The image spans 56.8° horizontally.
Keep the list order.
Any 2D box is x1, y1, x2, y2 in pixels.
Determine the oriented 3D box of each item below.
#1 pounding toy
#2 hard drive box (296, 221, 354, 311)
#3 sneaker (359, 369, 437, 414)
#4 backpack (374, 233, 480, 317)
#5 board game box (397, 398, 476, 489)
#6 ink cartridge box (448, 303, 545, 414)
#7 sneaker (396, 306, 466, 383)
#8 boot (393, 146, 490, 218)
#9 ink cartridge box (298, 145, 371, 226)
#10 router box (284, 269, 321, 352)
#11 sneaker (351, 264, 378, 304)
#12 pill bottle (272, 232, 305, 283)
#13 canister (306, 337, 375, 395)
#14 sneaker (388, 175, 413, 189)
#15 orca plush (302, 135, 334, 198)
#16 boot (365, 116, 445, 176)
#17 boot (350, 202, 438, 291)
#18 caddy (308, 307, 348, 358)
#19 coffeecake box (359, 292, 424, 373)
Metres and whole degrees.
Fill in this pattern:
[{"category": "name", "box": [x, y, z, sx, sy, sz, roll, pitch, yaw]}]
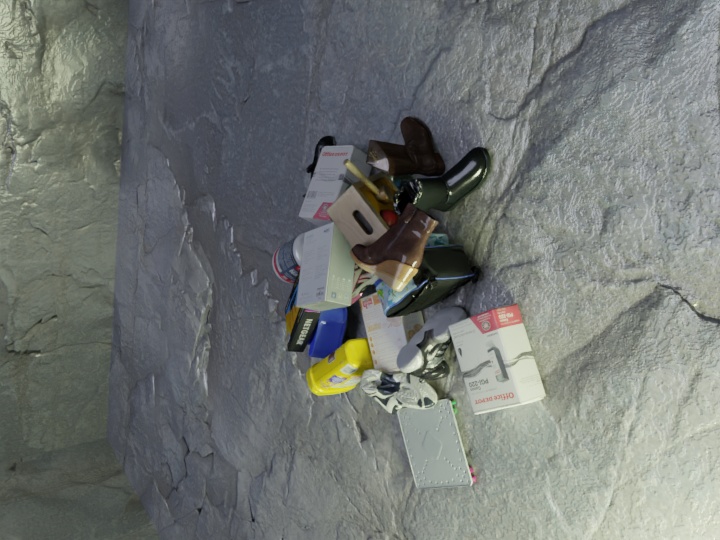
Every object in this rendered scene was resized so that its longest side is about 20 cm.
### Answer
[{"category": "pounding toy", "box": [0.028, -0.147, 1.502, 0.142, 0.184, 0.200, -40, 86, 35]}, {"category": "hard drive box", "box": [-0.085, -0.007, 1.681, 0.155, 0.076, 0.202, -13, 68, 56]}, {"category": "sneaker", "box": [0.105, 0.309, 1.641, 0.198, 0.130, 0.080, 4, 63, 23]}, {"category": "backpack", "box": [0.128, 0.010, 1.493, 0.200, 0.182, 0.148, -45, 61, 47]}, {"category": "board game box", "box": [0.182, 0.421, 1.611, 0.200, 0.026, 0.201, -27, 73, 50]}, {"category": "ink cartridge box", "box": [0.283, 0.188, 1.398, 0.145, 0.084, 0.201, -29, 74, 50]}, {"category": "sneaker", "box": [0.183, 0.176, 1.538, 0.200, 0.114, 0.076, -44, 36, 6]}, {"category": "boot", "box": [0.169, -0.184, 1.427, 0.198, 0.162, 0.074, -50, 59, 44]}, {"category": "ink cartridge box", "box": [-0.062, -0.215, 1.735, 0.146, 0.082, 0.201, 11, 80, 51]}, {"category": "router box", "box": [-0.162, 0.111, 1.848, 0.201, 0.051, 0.150, 115, 153, -46]}, {"category": "sneaker", "box": [0.000, 0.000, 1.692, 0.086, 0.080, 0.200, 37, 115, -11]}, {"category": "pill bottle", "box": [-0.157, -0.043, 1.907, 0.200, 0.119, 0.120, -26, 75, 51]}, {"category": "canister", "box": [-0.033, 0.254, 1.767, 0.200, 0.148, 0.087, -41, 59, 45]}, {"category": "sneaker", "box": [0.072, -0.193, 1.630, 0.087, 0.075, 0.201, 32, 120, 52]}, {"category": "orca plush", "box": [-0.132, -0.284, 1.878, 0.105, 0.071, 0.201, 57, 135, 31]}, {"category": "boot", "box": [0.078, -0.284, 1.499, 0.187, 0.199, 0.064, 59, 136, 28]}, {"category": "boot", "box": [0.070, -0.063, 1.387, 0.200, 0.072, 0.167, 35, 101, 50]}, {"category": "caddy", "box": [-0.086, 0.155, 1.860, 0.142, 0.104, 0.201, -115, 35, -60]}, {"category": "coffeecake box", "box": [0.086, 0.147, 1.655, 0.153, 0.073, 0.201, -24, 76, 53]}]
